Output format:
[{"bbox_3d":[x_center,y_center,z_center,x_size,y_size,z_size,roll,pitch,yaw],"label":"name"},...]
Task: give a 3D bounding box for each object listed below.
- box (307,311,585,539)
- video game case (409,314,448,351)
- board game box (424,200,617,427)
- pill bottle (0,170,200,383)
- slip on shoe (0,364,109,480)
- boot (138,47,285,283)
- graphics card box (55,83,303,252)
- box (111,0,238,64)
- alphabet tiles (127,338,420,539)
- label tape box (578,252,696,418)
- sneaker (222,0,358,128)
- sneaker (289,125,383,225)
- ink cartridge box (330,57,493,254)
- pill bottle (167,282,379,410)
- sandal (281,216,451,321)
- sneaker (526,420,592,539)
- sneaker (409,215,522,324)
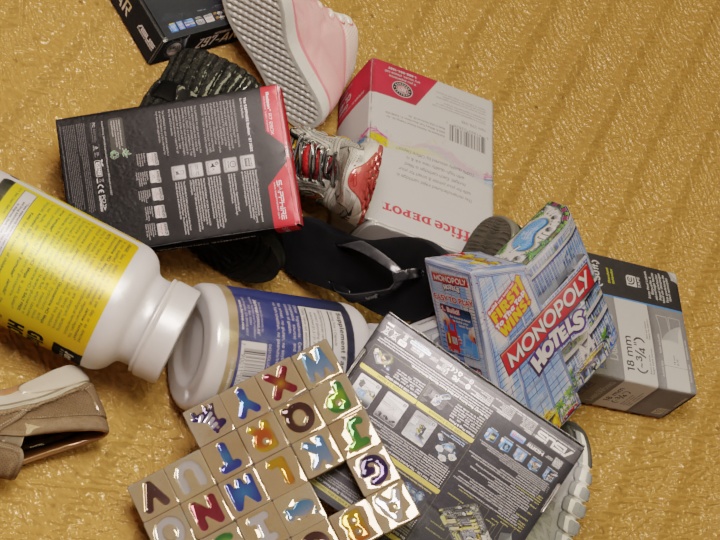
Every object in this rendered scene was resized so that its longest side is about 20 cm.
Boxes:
[{"bbox_3d":[0.060,0.156,1.252,0.200,0.049,0.162,33,83,5],"label":"box"},{"bbox_3d":[0.110,0.124,1.379,0.181,0.023,0.201,-19,112,-38],"label":"video game case"},{"bbox_3d":[0.142,0.041,1.330,0.200,0.062,0.200,-43,127,-25],"label":"board game box"},{"bbox_3d":[-0.237,0.010,1.234,0.199,0.113,0.113,27,51,-3],"label":"pill bottle"},{"bbox_3d":[-0.285,0.135,1.176,0.200,0.076,0.061,-19,68,-45],"label":"slip on shoe"},{"bbox_3d":[-0.125,-0.103,1.408,0.211,0.079,0.158,41,50,-3],"label":"boot"},{"bbox_3d":[-0.156,-0.082,1.309,0.199,0.051,0.126,-9,87,2],"label":"graphics card box"},{"bbox_3d":[-0.165,-0.305,1.526,0.200,0.044,0.161,-22,77,-38],"label":"box"},{"bbox_3d":[-0.078,0.170,1.211,0.199,0.008,0.168,-27,70,-7],"label":"alphabet tiles"},{"bbox_3d":[0.238,0.060,1.544,0.199,0.063,0.145,12,57,-26],"label":"label tape box"},{"bbox_3d":[-0.066,-0.250,1.498,0.105,0.075,0.201,-51,128,-40],"label":"sneaker"},{"bbox_3d":[-0.037,-0.092,1.403,0.082,0.200,0.078,14,93,-20],"label":"sneaker"},{"bbox_3d":[0.052,-0.092,1.507,0.147,0.086,0.201,19,56,-22],"label":"ink cartridge box"},{"bbox_3d":[-0.058,0.077,1.321,0.199,0.111,0.112,9,58,-27],"label":"pill bottle"},{"bbox_3d":[0.000,0.001,1.370,0.043,0.199,0.076,-7,105,-54],"label":"sandal"},{"bbox_3d":[0.137,0.216,1.367,0.115,0.075,0.201,21,66,-17],"label":"sneaker"},{"bbox_3d":[0.116,0.057,1.430,0.106,0.075,0.200,33,92,-39],"label":"sneaker"}]
